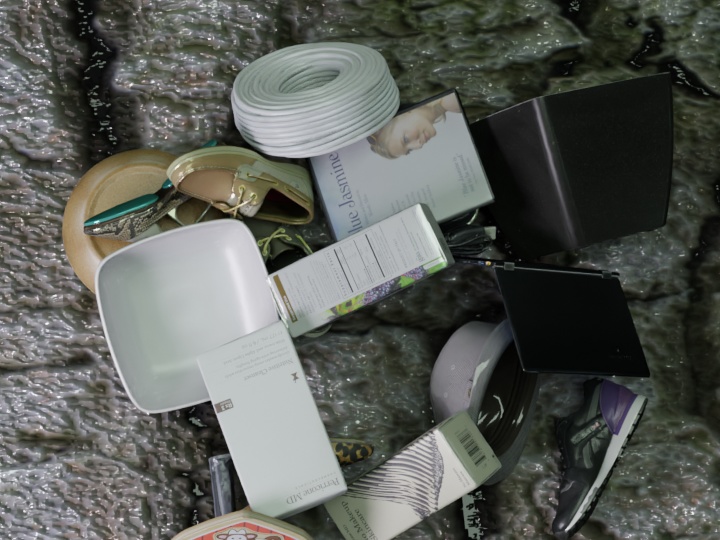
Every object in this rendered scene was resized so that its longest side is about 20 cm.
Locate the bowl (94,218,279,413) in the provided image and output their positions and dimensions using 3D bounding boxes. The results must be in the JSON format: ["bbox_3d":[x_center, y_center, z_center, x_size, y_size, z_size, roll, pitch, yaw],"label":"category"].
[{"bbox_3d":[-0.201,0.049,1.685,0.198,0.075,0.202,-17,99,-10],"label":"bowl"}]

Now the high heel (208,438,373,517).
[{"bbox_3d":[-0.074,0.272,1.666,0.198,0.071,0.144,-10,75,5],"label":"high heel"}]

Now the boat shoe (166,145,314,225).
[{"bbox_3d":[-0.131,-0.094,1.675,0.199,0.074,0.067,5,54,-38],"label":"boat shoe"}]

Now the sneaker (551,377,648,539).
[{"bbox_3d":[0.263,0.223,1.730,0.087,0.076,0.201,26,71,15],"label":"sneaker"}]

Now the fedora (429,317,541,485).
[{"bbox_3d":[0.140,0.141,1.698,0.090,0.176,0.202,17,109,31],"label":"fedora"}]

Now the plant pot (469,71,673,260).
[{"bbox_3d":[0.259,-0.117,1.724,0.198,0.200,0.179,-14,89,-26],"label":"plant pot"}]

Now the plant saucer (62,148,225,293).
[{"bbox_3d":[-0.261,-0.055,1.741,0.198,0.035,0.202,1,77,-7],"label":"plant saucer"}]

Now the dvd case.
[{"bbox_3d":[0.044,-0.112,1.694,0.198,0.018,0.144,-22,80,10],"label":"dvd case"}]

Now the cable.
[{"bbox_3d":[-0.055,-0.207,1.714,0.198,0.200,0.070,-15,121,-1],"label":"cable"}]

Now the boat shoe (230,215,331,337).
[{"bbox_3d":[-0.092,-0.016,1.738,0.072,0.060,0.203,-29,82,-12],"label":"boat shoe"}]

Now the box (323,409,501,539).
[{"bbox_3d":[0.057,0.242,1.629,0.082,0.200,0.068,55,34,6],"label":"box"}]

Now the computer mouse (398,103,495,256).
[{"bbox_3d":[0.085,-0.113,1.731,0.137,0.053,0.202,-8,78,-21],"label":"computer mouse"}]

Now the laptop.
[{"bbox_3d":[0.208,0.051,1.674,0.186,0.199,0.117,5,92,-31],"label":"laptop"}]

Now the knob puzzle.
[{"bbox_3d":[-0.131,0.329,1.587,0.217,0.221,0.031,1,49,-6],"label":"knob puzzle"}]

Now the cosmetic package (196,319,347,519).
[{"bbox_3d":[-0.099,0.173,1.608,0.112,0.081,0.201,-22,78,-7],"label":"cosmetic package"}]

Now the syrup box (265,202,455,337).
[{"bbox_3d":[0.000,0.000,1.646,0.199,0.079,0.082,-26,87,9],"label":"syrup box"}]

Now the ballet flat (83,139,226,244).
[{"bbox_3d":[-0.227,-0.075,1.704,0.199,0.068,0.076,-34,108,-15],"label":"ballet flat"}]

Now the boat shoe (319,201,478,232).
[{"bbox_3d":[0.050,-0.083,1.771,0.198,0.062,0.075,6,75,-7],"label":"boat shoe"}]
